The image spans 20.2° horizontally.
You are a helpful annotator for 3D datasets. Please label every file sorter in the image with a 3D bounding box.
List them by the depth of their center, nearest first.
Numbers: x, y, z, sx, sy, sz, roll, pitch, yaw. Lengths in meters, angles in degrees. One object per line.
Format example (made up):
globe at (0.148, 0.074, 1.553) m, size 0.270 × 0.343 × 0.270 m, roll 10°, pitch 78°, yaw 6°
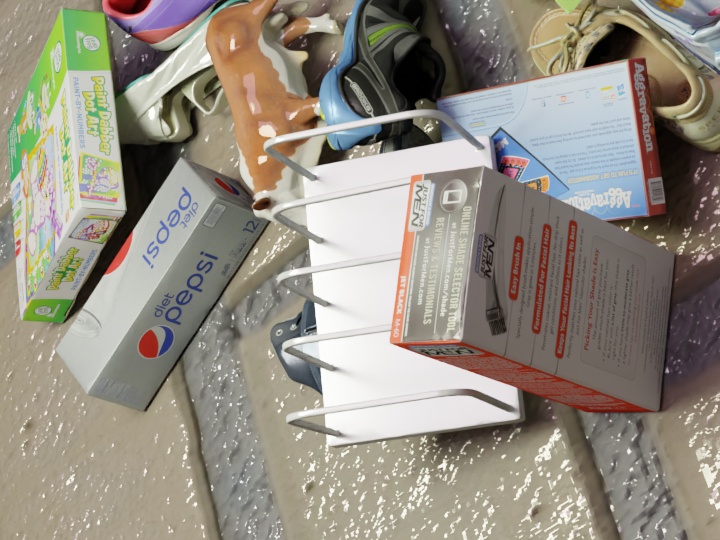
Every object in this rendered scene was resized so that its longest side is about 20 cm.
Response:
file sorter at (0.018, 0.004, 1.346) m, size 0.139 × 0.125 × 0.200 m, roll -10°, pitch 76°, yaw 17°

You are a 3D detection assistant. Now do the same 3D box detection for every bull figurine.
bull figurine at (-0.059, -0.134, 1.584) m, size 0.121 × 0.065 × 0.200 m, roll -29°, pitch 69°, yaw 16°

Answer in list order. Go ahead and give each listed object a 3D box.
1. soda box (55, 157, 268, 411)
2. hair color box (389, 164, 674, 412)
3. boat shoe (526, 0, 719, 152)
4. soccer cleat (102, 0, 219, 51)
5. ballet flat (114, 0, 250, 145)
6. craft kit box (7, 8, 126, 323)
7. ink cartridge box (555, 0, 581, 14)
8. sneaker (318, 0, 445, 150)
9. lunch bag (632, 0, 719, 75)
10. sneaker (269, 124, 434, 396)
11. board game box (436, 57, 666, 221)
soda box at (-0.163, 0.012, 1.642) m, size 0.200 × 0.063 × 0.068 m, roll -55°, pitch 45°, yaw 14°
hair color box at (0.112, 0.016, 1.271) m, size 0.064 × 0.200 × 0.111 m, roll -5°, pitch 71°, yaw 43°
boat shoe at (0.179, -0.141, 1.364) m, size 0.200 × 0.063 × 0.073 m, roll 29°, pitch 96°, yaw 47°
soccer cleat at (-0.134, -0.264, 1.711) m, size 0.200 × 0.073 × 0.068 m, roll -39°, pitch 51°, yaw 28°
ballet flat at (-0.149, -0.148, 1.697) m, size 0.200 × 0.069 × 0.069 m, roll -37°, pitch 52°, yaw 28°
craft kit box at (-0.255, -0.087, 1.733) m, size 0.198 × 0.048 × 0.200 m, roll -50°, pitch 42°, yaw 50°
ink cartridge box at (0.109, -0.292, 1.343) m, size 0.200 × 0.076 × 0.148 m, roll 45°, pitch 106°, yaw 9°
sneaker at (0.025, -0.149, 1.485) m, size 0.083 × 0.071 × 0.200 m, roll -1°, pitch 34°, yaw 13°
lunch bag at (0.235, -0.194, 1.252) m, size 0.127 × 0.170 × 0.200 m, roll -24°, pitch 60°, yaw 33°
sneaker at (-0.001, 0.000, 1.478) m, size 0.146 × 0.077 × 0.202 m, roll -19°, pitch 63°, yaw 36°
board game box at (0.126, -0.080, 1.375) m, size 0.200 × 0.019 × 0.103 m, roll -5°, pitch 93°, yaw 54°
